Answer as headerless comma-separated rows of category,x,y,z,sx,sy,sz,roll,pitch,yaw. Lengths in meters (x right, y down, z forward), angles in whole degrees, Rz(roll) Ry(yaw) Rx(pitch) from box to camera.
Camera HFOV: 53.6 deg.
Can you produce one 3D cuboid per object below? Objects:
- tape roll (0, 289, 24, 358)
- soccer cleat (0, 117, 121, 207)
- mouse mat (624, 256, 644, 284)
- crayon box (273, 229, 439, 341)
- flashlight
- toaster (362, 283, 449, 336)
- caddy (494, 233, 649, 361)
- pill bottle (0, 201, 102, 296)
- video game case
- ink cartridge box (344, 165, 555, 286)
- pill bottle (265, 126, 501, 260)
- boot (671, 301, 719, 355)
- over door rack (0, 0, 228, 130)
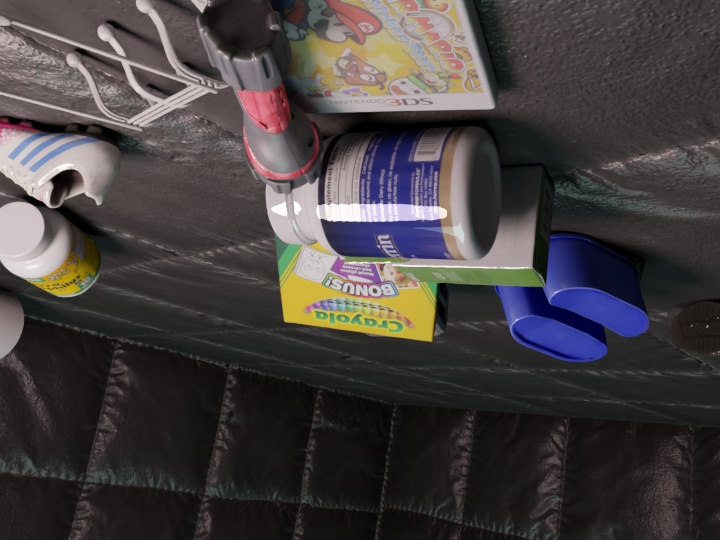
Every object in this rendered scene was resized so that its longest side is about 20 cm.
tape roll,-1.025,0.134,1.898,0.201,0.204,0.139,4,165,18
soccer cleat,-0.355,-0.114,0.773,0.199,0.087,0.070,5,165,17
mouse mat,0.281,0.002,0.980,0.199,0.008,0.161,5,165,20
crayon box,0.000,0.000,0.884,0.198,0.058,0.173,7,133,8
flashlight,-0.066,-0.120,0.521,0.067,0.068,0.200,9,167,3
toaster,0.057,0.038,1.043,0.128,0.114,0.200,2,161,16
caddy,0.260,0.028,0.886,0.199,0.106,0.141,22,135,-29
pill bottle,-0.488,-0.033,1.107,0.112,0.114,0.200,9,165,2
video game case,-0.010,-0.165,0.492,0.181,0.023,0.200,3,164,21
ink cartridge box,0.090,-0.044,0.727,0.199,0.105,0.059,1,163,28
pill bottle,0.020,-0.069,0.653,0.199,0.117,0.116,3,164,26
boot,0.559,0.086,1.001,0.137,0.078,0.200,10,167,-24
over door rack,-0.213,-0.156,0.533,0.199,0.067,0.147,-6,179,-42
